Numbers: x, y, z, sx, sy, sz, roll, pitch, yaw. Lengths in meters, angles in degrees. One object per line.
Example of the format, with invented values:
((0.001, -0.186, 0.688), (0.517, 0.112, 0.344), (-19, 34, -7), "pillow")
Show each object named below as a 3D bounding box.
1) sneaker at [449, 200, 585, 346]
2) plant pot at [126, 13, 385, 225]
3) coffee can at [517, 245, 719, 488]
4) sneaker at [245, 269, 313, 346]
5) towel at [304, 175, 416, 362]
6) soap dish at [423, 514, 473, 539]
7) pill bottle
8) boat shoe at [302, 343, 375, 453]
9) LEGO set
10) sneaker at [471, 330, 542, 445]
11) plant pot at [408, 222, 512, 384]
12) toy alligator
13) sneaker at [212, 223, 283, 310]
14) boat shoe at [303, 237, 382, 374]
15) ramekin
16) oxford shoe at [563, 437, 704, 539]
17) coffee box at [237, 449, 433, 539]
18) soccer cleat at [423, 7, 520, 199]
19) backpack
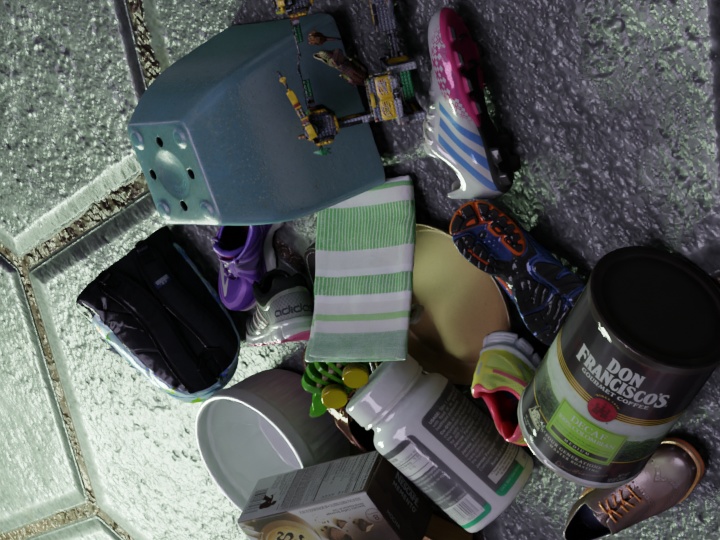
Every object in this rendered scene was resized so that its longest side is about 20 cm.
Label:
((0.171, -0.003, 1.522), (0.075, 0.078, 0.200), (-38, 103, 13), "sneaker")
((-0.129, -0.143, 1.594), (0.196, 0.200, 0.197), (3, 118, 49), "plant pot")
((0.254, 0.096, 1.444), (0.146, 0.146, 0.200), (40, 138, 16), "coffee can")
((-0.096, 0.043, 1.786), (0.200, 0.073, 0.088), (162, 100, -75), "sneaker")
((0.000, 0.000, 1.633), (0.152, 0.023, 0.201), (-6, 75, 45), "towel")
((0.053, 0.363, 1.871), (0.199, 0.081, 0.158), (23, 130, 32), "soap dish")
((0.087, 0.188, 1.668), (0.200, 0.113, 0.113), (43, 140, -4), "pill bottle")
((0.002, 0.165, 1.781), (0.070, 0.070, 0.200), (-41, 91, 9), "boat shoe")
((-0.009, -0.212, 1.464), (0.153, 0.116, 0.201), (-4, 103, -3), "LEGO set")
((0.185, 0.162, 1.584), (0.200, 0.090, 0.078), (45, 138, -13), "sneaker")
((0.090, 0.033, 1.651), (0.199, 0.027, 0.201), (25, 132, 30), "plant pot")
((-0.011, 0.092, 1.674), (0.054, 0.059, 0.200), (30, 121, -24), "toy alligator")
((-0.151, -0.026, 1.800), (0.080, 0.083, 0.201), (35, 137, 22), "sneaker")
((-0.012, 0.057, 1.738), (0.072, 0.060, 0.202), (-23, 99, 50), "boat shoe")
((-0.106, 0.221, 1.909), (0.199, 0.105, 0.201), (24, 132, 30), "ramekin")
((0.287, 0.241, 1.567), (0.071, 0.073, 0.200), (48, 139, 8), "oxford shoe")
((-0.030, 0.294, 1.770), (0.199, 0.080, 0.113), (-18, 118, 33), "coffee box")
((0.090, -0.158, 1.478), (0.086, 0.070, 0.201), (-10, 112, 28), "soccer cleat")
((-0.240, 0.075, 1.909), (0.200, 0.163, 0.154), (40, 159, 17), "backpack")
